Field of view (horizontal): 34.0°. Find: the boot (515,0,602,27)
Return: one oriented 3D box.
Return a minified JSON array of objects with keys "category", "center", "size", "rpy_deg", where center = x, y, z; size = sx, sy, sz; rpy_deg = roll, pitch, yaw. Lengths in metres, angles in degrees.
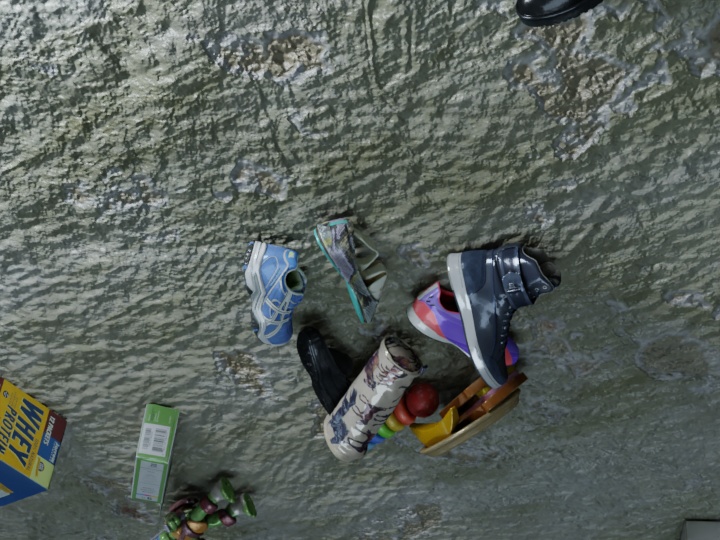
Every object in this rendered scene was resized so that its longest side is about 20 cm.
[{"category":"boot","center":[0.223,-0.347,1.174],"size":[0.196,0.074,0.163],"rpy_deg":[-21,136,18]}]

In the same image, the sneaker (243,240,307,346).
[{"category":"sneaker","center":[-0.115,0.041,1.674],"size":[0.076,0.077,0.202],"rpy_deg":[3,142,9]}]

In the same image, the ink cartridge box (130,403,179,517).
[{"category":"ink cartridge box","center":[-0.355,0.329,2.026],"size":[0.058,0.105,0.201],"rpy_deg":[11,141,-6]}]

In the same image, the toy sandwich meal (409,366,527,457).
[{"category":"toy sandwich meal","center":[0.163,0.213,1.816],"size":[0.204,0.204,0.071],"rpy_deg":[-36,84,38]}]

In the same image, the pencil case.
[{"category":"pencil case","center":[0.022,0.195,1.797],"size":[0.089,0.078,0.201],"rpy_deg":[8,125,-41]}]

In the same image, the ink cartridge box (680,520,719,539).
[{"category":"ink cartridge box","center":[0.662,0.547,2.180],"size":[0.142,0.085,0.202],"rpy_deg":[0,141,7]}]

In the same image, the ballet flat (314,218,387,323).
[{"category":"ballet flat","center":[0.000,0.000,1.625],"size":[0.071,0.073,0.201],"rpy_deg":[-9,139,17]}]

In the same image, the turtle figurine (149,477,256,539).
[{"category":"turtle figurine","center":[-0.290,0.483,2.140],"size":[0.193,0.200,0.145],"rpy_deg":[-37,95,12]}]

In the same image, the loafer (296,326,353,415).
[{"category":"loafer","center":[-0.047,0.147,1.810],"size":[0.070,0.068,0.202],"rpy_deg":[-33,141,-12]}]

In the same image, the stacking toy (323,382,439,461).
[{"category":"stacking toy","center":[0.039,0.233,1.894],"size":[0.198,0.086,0.085],"rpy_deg":[-29,130,25]}]

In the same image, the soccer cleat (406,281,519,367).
[{"category":"soccer cleat","center":[0.162,0.081,1.703],"size":[0.198,0.069,0.073],"rpy_deg":[26,125,-23]}]

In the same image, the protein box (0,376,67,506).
[{"category":"protein box","center":[-0.645,0.292,1.990],"size":[0.198,0.136,0.198],"rpy_deg":[-22,133,29]}]

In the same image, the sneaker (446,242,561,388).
[{"category":"sneaker","center":[0.212,0.060,1.615],"size":[0.144,0.077,0.205],"rpy_deg":[-12,109,17]}]
